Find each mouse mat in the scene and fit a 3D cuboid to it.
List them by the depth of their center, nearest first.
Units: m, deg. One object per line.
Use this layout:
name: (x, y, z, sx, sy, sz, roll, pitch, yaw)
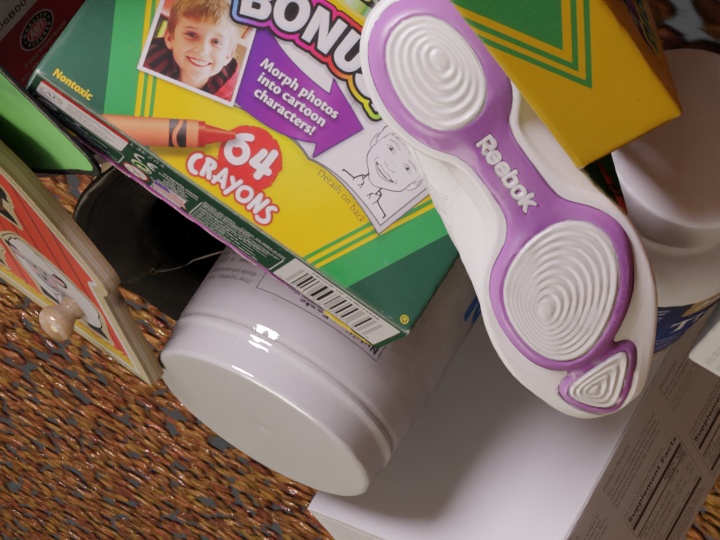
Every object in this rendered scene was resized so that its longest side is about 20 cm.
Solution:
mouse mat: (-0.209, -0.100, 1.077, 0.161, 0.008, 0.200, 46, 161, -24)

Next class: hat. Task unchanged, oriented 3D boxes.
hat: (-0.068, -0.045, 1.340, 0.200, 0.081, 0.201, 0, 148, 0)

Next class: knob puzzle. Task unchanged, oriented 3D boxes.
knob puzzle: (-0.192, -0.033, 1.128, 0.220, 0.030, 0.220, 40, 162, 15)

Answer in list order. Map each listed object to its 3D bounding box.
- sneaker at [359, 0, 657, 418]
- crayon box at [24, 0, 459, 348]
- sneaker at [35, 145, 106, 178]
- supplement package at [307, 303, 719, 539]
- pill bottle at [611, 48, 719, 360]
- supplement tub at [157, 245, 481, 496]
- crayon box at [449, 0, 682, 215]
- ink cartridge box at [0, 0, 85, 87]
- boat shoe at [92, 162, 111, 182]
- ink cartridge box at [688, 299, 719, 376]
sneaker: (0.070, -0.035, 0.979, 0.200, 0.075, 0.100, 64, -170, -8)
crayon box: (-0.021, -0.093, 1.046, 0.200, 0.173, 0.058, 35, 164, -8)
sneaker: (-0.109, -0.086, 1.212, 0.092, 0.200, 0.076, 62, -170, -67)
supplement package: (0.099, 0.097, 1.271, 0.156, 0.200, 0.111, 17, 155, 37)
pill bottle: (0.128, -0.027, 1.069, 0.111, 0.111, 0.200, 32, 161, 2)
supplement tub: (0.000, 0.000, 1.192, 0.132, 0.200, 0.132, 28, 160, 11)
crayon box: (0.064, -0.130, 0.907, 0.051, 0.127, 0.200, -29, 129, 17)
ink cartridge box: (-0.177, -0.194, 1.058, 0.083, 0.145, 0.200, 29, 161, 27)
boat shoe: (-0.124, -0.058, 1.436, 0.075, 0.068, 0.200, 32, 159, 5)
ink cartridge box: (0.269, 0.040, 1.052, 0.200, 0.083, 0.145, 31, 160, 4)
